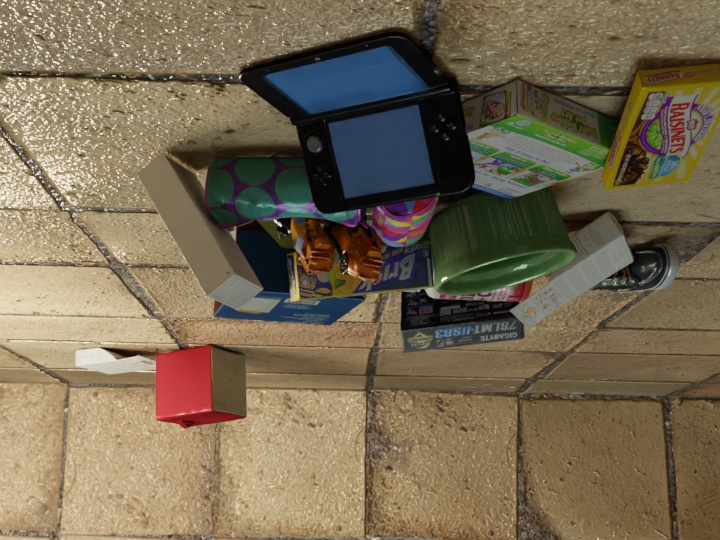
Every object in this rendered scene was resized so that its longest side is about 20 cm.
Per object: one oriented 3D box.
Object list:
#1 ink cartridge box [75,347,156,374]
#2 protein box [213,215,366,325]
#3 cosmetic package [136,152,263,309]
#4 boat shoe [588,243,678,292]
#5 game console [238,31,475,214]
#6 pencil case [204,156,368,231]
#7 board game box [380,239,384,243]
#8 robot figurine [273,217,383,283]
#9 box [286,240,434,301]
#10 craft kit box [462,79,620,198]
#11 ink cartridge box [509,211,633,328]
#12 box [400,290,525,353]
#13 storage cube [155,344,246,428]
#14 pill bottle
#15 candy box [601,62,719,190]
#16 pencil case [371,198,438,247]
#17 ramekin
[{"bbox_3d":[-0.636,0.236,2.764,0.198,0.048,0.160,-10,163,19],"label":"ink cartridge box"},{"bbox_3d":[-0.111,-0.005,1.569,0.197,0.136,0.200,5,165,-16],"label":"protein box"},{"bbox_3d":[-0.203,-0.049,1.294,0.051,0.201,0.083,-36,156,7],"label":"cosmetic package"},{"bbox_3d":[0.435,0.002,1.682,0.090,0.071,0.200,0,168,-14],"label":"boat shoe"},{"bbox_3d":[-0.003,-0.145,1.071,0.199,0.177,0.116,-6,-168,30],"label":"game console"},{"bbox_3d":[-0.089,-0.097,1.290,0.198,0.093,0.085,-1,-176,5],"label":"pencil case"},{"bbox_3d":[0.033,-0.015,1.704,0.133,0.045,0.200,6,165,-20],"label":"board game box"},{"bbox_3d":[-0.038,-0.051,1.375,0.144,0.059,0.200,9,-154,-19],"label":"robot figurine"},{"bbox_3d":[0.000,0.000,1.452,0.198,0.071,0.064,-5,-179,-17],"label":"box"},{"bbox_3d":[0.176,-0.145,1.192,0.199,0.049,0.197,13,164,-38],"label":"craft kit box"},{"bbox_3d":[0.316,0.003,1.569,0.199,0.057,0.162,-30,159,11],"label":"ink cartridge box"},{"bbox_3d":[0.166,0.061,1.719,0.198,0.050,0.199,-8,-158,6],"label":"box"},{"bbox_3d":[-0.418,0.308,2.711,0.179,0.202,0.171,-12,161,24],"label":"storage cube"},{"bbox_3d":[0.156,-0.012,1.564,0.198,0.114,0.113,2,166,-3],"label":"pill bottle"},{"bbox_3d":[0.326,-0.150,1.099,0.101,0.027,0.200,-8,154,-2],"label":"candy box"},{"bbox_3d":[0.052,-0.086,1.324,0.088,0.089,0.200,1,170,2],"label":"pencil case"},{"bbox_3d":[0.188,-0.042,1.411,0.198,0.098,0.200,-12,167,-3],"label":"ramekin"}]
